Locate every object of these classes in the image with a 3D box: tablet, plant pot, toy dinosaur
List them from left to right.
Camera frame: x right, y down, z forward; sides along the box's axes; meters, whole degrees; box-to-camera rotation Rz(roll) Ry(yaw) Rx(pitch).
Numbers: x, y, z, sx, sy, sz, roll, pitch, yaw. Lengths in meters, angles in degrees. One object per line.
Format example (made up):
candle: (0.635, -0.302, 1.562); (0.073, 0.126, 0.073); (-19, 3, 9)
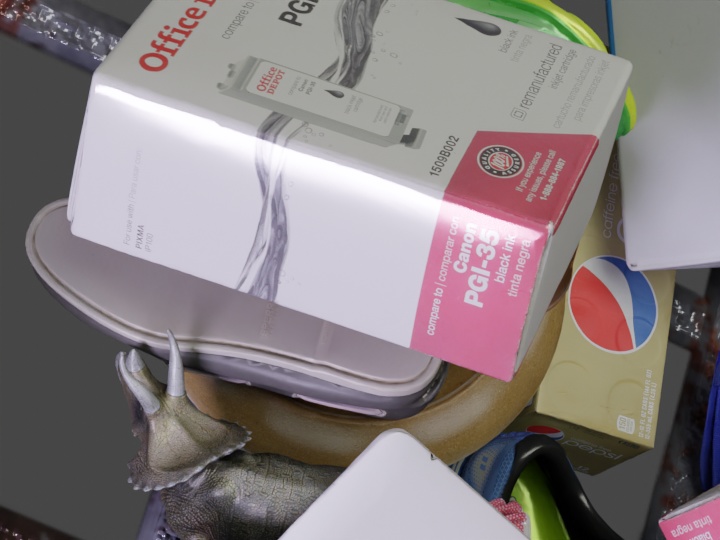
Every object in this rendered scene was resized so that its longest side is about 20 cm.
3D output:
toy dinosaur: (-0.035, 0.111, 1.250); (0.199, 0.102, 0.077); (25, 64, -8)
tablet: (-0.015, 0.170, 1.205); (0.200, 0.014, 0.130); (-46, 125, 3)
plant pot: (0.000, 0.000, 1.313); (0.199, 0.028, 0.201); (2, 71, -5)

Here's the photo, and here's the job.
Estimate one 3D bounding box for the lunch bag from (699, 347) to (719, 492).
lunch bag: (0.265, 0.119, 1.381); (0.169, 0.124, 0.201); (-6, 83, -25)

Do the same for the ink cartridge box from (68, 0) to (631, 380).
ink cartridge box: (-0.004, -0.052, 1.173); (0.199, 0.083, 0.147); (19, 37, 9)

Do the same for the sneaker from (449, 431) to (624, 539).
sneaker: (0.092, 0.169, 1.301); (0.078, 0.089, 0.201); (-16, 83, -28)

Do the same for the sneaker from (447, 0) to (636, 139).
sneaker: (0.033, -0.103, 1.290); (0.199, 0.074, 0.084); (27, 79, -11)

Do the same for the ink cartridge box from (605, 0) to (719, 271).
ink cartridge box: (0.208, -0.077, 1.379); (0.200, 0.084, 0.147); (-4, 87, -54)

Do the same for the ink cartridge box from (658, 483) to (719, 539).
ink cartridge box: (0.240, 0.166, 1.229); (0.146, 0.083, 0.201); (-22, 84, -45)

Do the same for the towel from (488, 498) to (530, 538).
towel: (-0.020, 0.179, 1.233); (0.199, 0.030, 0.147); (-6, 118, -22)

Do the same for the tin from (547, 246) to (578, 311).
tin: (0.002, -0.029, 1.259); (0.199, 0.042, 0.112); (10, 41, -5)

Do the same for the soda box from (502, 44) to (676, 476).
soda box: (0.115, -0.007, 1.384); (0.067, 0.064, 0.201); (18, 67, -19)

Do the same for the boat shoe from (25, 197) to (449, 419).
boat shoe: (-0.057, 0.024, 1.263); (0.199, 0.057, 0.067); (18, 64, 7)
